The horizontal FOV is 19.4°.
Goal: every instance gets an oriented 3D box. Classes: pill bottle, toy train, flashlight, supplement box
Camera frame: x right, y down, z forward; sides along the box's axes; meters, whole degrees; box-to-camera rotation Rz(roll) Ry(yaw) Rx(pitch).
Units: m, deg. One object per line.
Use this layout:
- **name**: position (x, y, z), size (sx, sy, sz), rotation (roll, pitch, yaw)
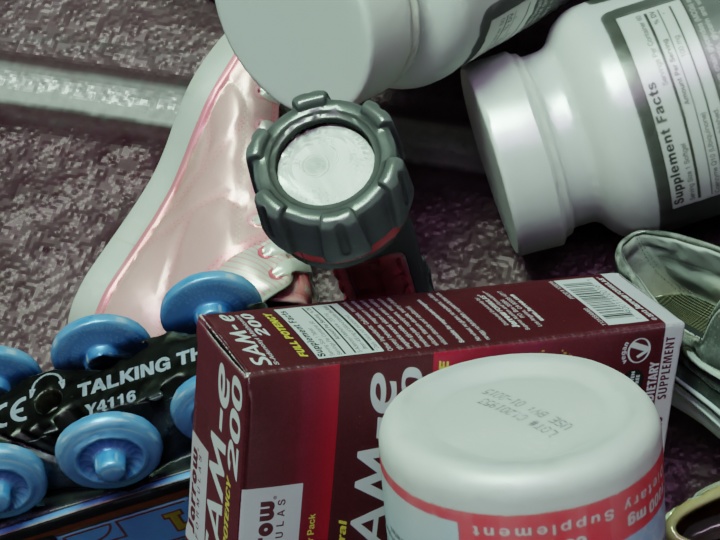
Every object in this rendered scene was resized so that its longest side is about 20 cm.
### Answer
- **pill bottle**: position (0.068, 0.142, 0.831), size (0.109, 0.200, 0.109), rotation (-5, 23, 2)
- **toy train**: position (-0.100, 0.077, 0.939), size (0.200, 0.114, 0.087), rotation (-19, 45, 8)
- **pill bottle**: position (0.035, -0.152, 0.970), size (0.113, 0.113, 0.200), rotation (36, 47, 25)
- **pill bottle**: position (0.155, -0.082, 0.992), size (0.200, 0.116, 0.116), rotation (-18, 60, 0)
- **flashlight**: position (0.000, 0.000, 0.923), size (0.068, 0.200, 0.068), rotation (-17, 60, -1)
- **supplement box**: position (0.031, 0.068, 0.886), size (0.200, 0.109, 0.061), rotation (-6, 25, -23)

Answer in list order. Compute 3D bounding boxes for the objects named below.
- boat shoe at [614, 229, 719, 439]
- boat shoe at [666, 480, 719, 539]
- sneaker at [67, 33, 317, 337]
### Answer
- **boat shoe**: position (0.169, 0.034, 0.901), size (0.072, 0.071, 0.200), rotation (-34, 30, -22)
- **boat shoe**: position (0.224, 0.098, 0.903), size (0.200, 0.076, 0.072), rotation (-20, 60, -2)
- **sneaker**: position (-0.050, -0.028, 1.019), size (0.105, 0.075, 0.200), rotation (22, 75, 25)
